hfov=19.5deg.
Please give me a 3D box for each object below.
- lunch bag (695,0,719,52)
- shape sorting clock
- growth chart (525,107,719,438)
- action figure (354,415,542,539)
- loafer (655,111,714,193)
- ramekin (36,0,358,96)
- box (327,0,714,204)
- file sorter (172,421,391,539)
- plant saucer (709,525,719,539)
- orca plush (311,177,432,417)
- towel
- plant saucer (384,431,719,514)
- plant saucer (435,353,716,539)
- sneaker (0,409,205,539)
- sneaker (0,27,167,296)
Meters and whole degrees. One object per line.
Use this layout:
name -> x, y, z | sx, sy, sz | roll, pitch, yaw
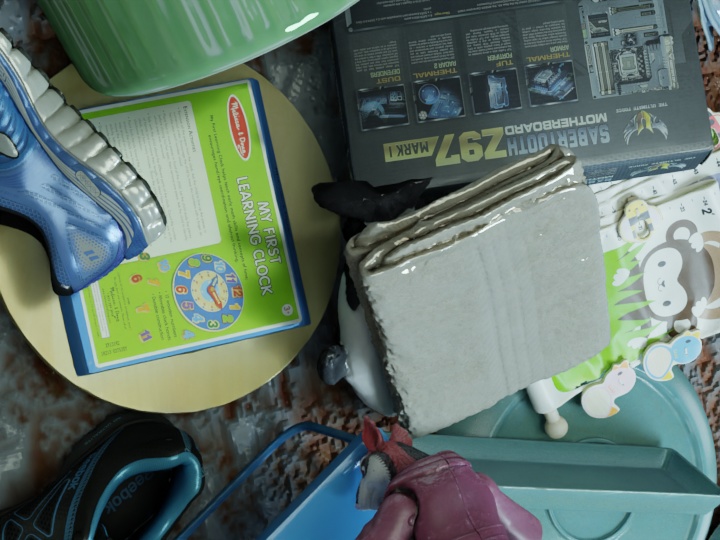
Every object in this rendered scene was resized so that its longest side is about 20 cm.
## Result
lunch bag -> 0.250, -0.205, 1.198 | 0.199, 0.127, 0.171 | 20, 57, -36
shape sorting clock -> -0.104, -0.024, 1.131 | 0.198, 0.039, 0.202 | 2, 84, -17
growth chart -> 0.165, -0.002, 1.200 | 0.199, 0.018, 0.145 | -34, 114, -2
action figure -> 0.049, 0.152, 1.016 | 0.133, 0.149, 0.201 | -17, 67, -30
loafer -> 0.194, -0.065, 1.250 | 0.199, 0.073, 0.072 | 31, 69, -24
ramekin -> -0.076, -0.169, 1.056 | 0.199, 0.200, 0.098 | -31, 110, -19
box -> 0.083, -0.123, 1.150 | 0.198, 0.051, 0.159 | -9, 80, 0
file sorter -> -0.002, 0.199, 1.142 | 0.139, 0.122, 0.200 | -44, 108, -16
plant saucer -> 0.286, 0.226, 1.311 | 0.198, 0.027, 0.202 | -3, 97, -28
orca plush -> 0.000, 0.000, 1.130 | 0.105, 0.071, 0.200 | -38, 150, -5
towel -> 0.065, 0.013, 1.101 | 0.132, 0.201, 0.035 | -24, 58, -6
plant saucer -> 0.107, 0.116, 1.189 | 0.198, 0.070, 0.019 | 4, 108, -23
plant saucer -> 0.133, 0.130, 1.250 | 0.198, 0.027, 0.202 | -1, 93, -24
sneaker -> -0.162, 0.152, 1.093 | 0.200, 0.082, 0.073 | -48, 111, -13
sneaker -> -0.192, -0.069, 1.055 | 0.089, 0.079, 0.200 | -44, 86, -7
